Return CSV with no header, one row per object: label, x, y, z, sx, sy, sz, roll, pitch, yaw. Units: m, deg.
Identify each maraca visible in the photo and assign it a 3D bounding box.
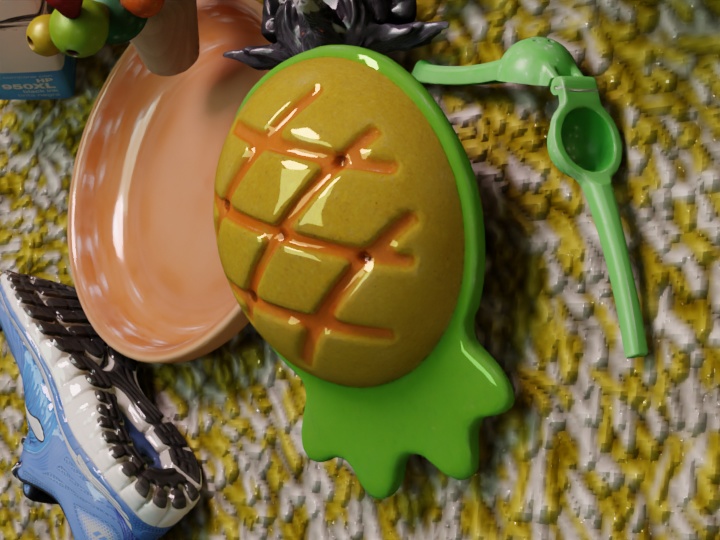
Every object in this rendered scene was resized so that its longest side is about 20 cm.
maraca,0.000,0.000,0.725,0.136,0.107,0.202,-19,86,37

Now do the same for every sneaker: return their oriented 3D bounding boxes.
sneaker,-0.163,0.080,0.891,0.089,0.078,0.201,-51,48,21

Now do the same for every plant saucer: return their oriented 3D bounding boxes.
plant saucer,-0.086,-0.048,0.874,0.199,0.037,0.202,-16,67,43

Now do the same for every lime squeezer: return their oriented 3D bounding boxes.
lime squeezer,0.078,-0.055,0.702,0.071,0.038,0.200,-53,48,23

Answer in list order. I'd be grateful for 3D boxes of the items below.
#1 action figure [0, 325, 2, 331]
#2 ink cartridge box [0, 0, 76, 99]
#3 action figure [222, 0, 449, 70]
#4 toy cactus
action figure,-0.301,0.036,1.032,0.199,0.104,0.196,2,91,50
ink cartridge box,-0.215,-0.201,0.936,0.200,0.083,0.146,92,178,-75
action figure,-0.020,-0.169,0.781,0.118,0.102,0.202,-8,66,24
toy cactus,-0.120,-0.160,0.799,0.101,0.166,0.201,-8,52,4
